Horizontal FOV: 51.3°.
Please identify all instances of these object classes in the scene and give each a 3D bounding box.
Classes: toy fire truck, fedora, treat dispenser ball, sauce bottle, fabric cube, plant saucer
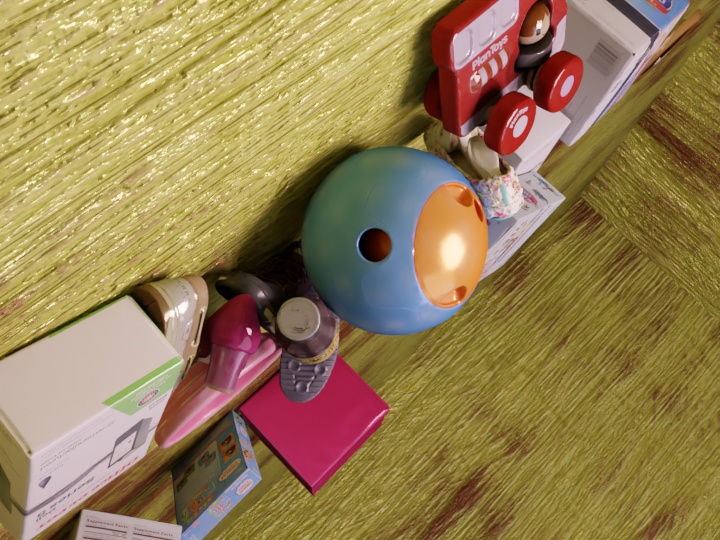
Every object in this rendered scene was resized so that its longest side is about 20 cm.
[{"bbox_3d":[0.153,-0.235,0.789,0.200,0.112,0.168,-42,149,-20],"label":"toy fire truck"},{"bbox_3d":[0.578,-0.457,1.491,0.200,0.082,0.201,-41,172,-7],"label":"fedora"},{"bbox_3d":[0.036,-0.031,0.803,0.201,0.201,0.201,-43,168,-12],"label":"treat dispenser ball"},{"bbox_3d":[-0.056,0.062,0.775,0.066,0.066,0.200,-44,174,-5],"label":"sauce bottle"},{"bbox_3d":[-0.087,0.279,1.424,0.199,0.196,0.200,-43,167,-17],"label":"fabric cube"},{"bbox_3d":[-0.184,0.141,0.947,0.200,0.051,0.201,-41,175,-5],"label":"plant saucer"}]

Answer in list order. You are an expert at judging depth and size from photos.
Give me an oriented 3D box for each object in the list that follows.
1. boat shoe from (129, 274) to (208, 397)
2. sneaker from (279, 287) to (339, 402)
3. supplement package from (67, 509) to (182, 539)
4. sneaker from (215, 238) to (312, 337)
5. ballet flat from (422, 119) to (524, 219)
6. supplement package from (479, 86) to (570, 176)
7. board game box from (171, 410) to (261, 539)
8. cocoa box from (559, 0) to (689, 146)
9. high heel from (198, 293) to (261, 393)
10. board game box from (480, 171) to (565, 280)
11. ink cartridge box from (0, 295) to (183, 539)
[{"bbox_3d":[-0.187,0.078,0.724,0.066,0.074,0.200,-28,160,-39],"label":"boat shoe"},{"bbox_3d":[-0.062,0.074,0.955,0.082,0.070,0.201,126,-22,-69],"label":"sneaker"},{"bbox_3d":[-0.355,0.475,1.059,0.152,0.150,0.200,-55,-153,37],"label":"supplement package"},{"bbox_3d":[-0.093,0.002,0.835,0.116,0.076,0.200,-54,175,-10],"label":"sneaker"},{"bbox_3d":[0.130,-0.138,0.869,0.075,0.200,0.064,-24,136,-8],"label":"ballet flat"},{"bbox_3d":[0.184,-0.161,1.068,0.117,0.117,0.200,-38,165,-28],"label":"supplement package"},{"bbox_3d":[-0.240,0.333,1.222,0.151,0.037,0.200,-45,-158,0],"label":"board game box"},{"bbox_3d":[0.305,-0.293,0.995,0.131,0.133,0.200,-41,167,-23],"label":"cocoa box"},{"bbox_3d":[-0.138,0.061,0.795,0.097,0.067,0.200,-71,-160,1],"label":"high heel"},{"bbox_3d":[0.172,-0.049,0.984,0.148,0.064,0.200,-52,166,29],"label":"board game box"},{"bbox_3d":[-0.254,0.135,0.660,0.145,0.084,0.200,-34,164,-41],"label":"ink cartridge box"}]
